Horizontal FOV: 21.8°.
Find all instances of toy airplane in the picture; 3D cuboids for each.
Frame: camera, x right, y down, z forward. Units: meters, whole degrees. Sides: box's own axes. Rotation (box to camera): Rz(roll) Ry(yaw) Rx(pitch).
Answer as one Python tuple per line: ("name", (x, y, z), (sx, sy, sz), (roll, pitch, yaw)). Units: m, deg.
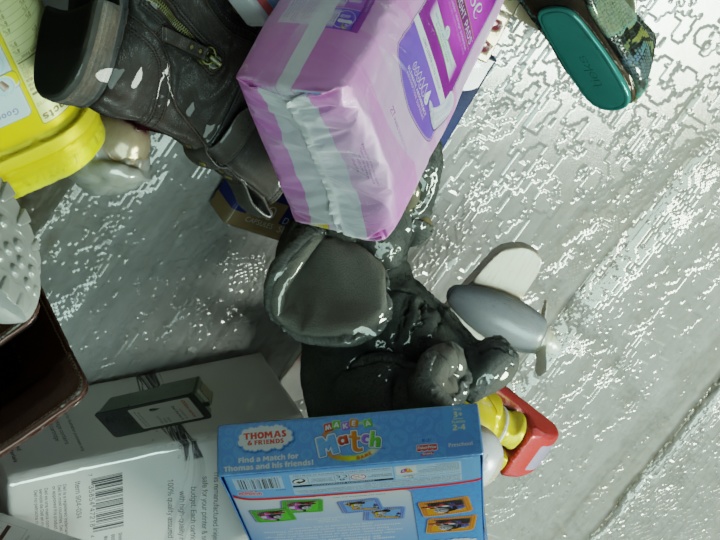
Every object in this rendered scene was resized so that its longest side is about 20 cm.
("toy airplane", (0.046, 0.092, 1.264), (0.199, 0.141, 0.200), (-20, 129, -14))

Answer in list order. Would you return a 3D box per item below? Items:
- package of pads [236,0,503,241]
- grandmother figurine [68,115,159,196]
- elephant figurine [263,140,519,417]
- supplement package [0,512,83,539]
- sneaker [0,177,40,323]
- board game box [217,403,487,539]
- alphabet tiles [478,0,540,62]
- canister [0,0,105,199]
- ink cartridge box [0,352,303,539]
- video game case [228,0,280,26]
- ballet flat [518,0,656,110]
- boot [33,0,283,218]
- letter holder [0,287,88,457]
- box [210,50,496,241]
("package of pads", (0.012, -0.128, 1.022), (0.121, 0.076, 0.200), (72, 37, -48))
("grandmother figurine", (-0.107, -0.124, 1.097), (0.121, 0.061, 0.200), (34, 106, -11))
("elephant figurine", (0.000, 0.000, 1.143), (0.155, 0.141, 0.200), (-32, 97, -31))
("supplement package", (-0.279, 0.214, 1.133), (0.200, 0.120, 0.121), (17, 120, 5))
("sneaker", (-0.247, -0.038, 0.970), (0.080, 0.076, 0.200), (-30, 122, 19))
("board game box", (0.001, 0.137, 1.142), (0.151, 0.037, 0.200), (-5, 154, 2))
("alphabet tiles", (0.087, -0.233, 1.133), (0.167, 0.008, 0.200), (21, 101, -36))
("canister", (-0.240, -0.131, 0.997), (0.148, 0.087, 0.200), (-23, 128, -4))
("ink cartridge box", (-0.145, 0.151, 1.242), (0.200, 0.084, 0.146), (-10, 126, -21))
("video game case", (-0.047, -0.251, 0.991), (0.143, 0.017, 0.200), (51, 56, -41))
("ballet flat", (0.124, -0.186, 1.143), (0.074, 0.074, 0.200), (-37, 129, 0))
("boot", (-0.080, -0.145, 1.025), (0.174, 0.069, 0.200), (20, 88, -40))
("letter holder", (-0.276, 0.058, 1.073), (0.200, 0.142, 0.101), (-31, 130, -5))
("box", (0.003, -0.102, 1.183), (0.121, 0.032, 0.200), (17, 111, -35))
